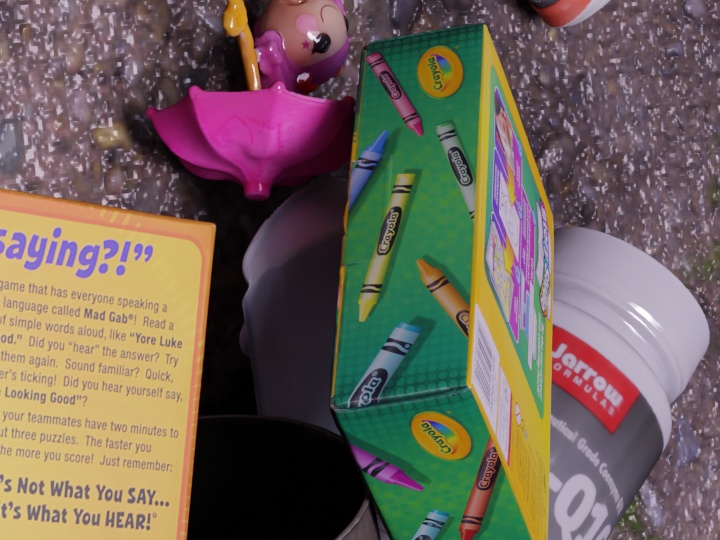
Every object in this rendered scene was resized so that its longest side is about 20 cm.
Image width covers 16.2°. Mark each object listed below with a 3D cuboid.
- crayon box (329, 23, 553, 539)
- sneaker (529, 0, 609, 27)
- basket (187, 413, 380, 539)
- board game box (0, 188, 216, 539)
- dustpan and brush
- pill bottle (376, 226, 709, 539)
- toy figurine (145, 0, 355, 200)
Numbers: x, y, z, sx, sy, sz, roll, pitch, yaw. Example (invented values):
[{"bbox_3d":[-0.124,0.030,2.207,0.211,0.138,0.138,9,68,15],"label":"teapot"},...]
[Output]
[{"bbox_3d":[0.037,0.012,1.025,0.119,0.058,0.201,66,21,-44],"label":"crayon box"},{"bbox_3d":[0.116,-0.221,1.225,0.082,0.077,0.201,31,70,-25],"label":"sneaker"},{"bbox_3d":[-0.045,0.181,1.048,0.136,0.179,0.201,-40,121,-40],"label":"basket"},{"bbox_3d":[-0.194,0.071,0.906,0.199,0.199,0.202,9,84,-36],"label":"board game box"},{"bbox_3d":[0.000,0.000,1.138,0.200,0.057,0.140,-39,139,-35],"label":"dustpan and brush"},{"bbox_3d":[0.072,0.083,1.159,0.114,0.114,0.200,49,63,-25],"label":"pill bottle"},{"bbox_3d":[-0.044,-0.129,1.093,0.200,0.149,0.185,-47,132,-54],"label":"toy figurine"}]
